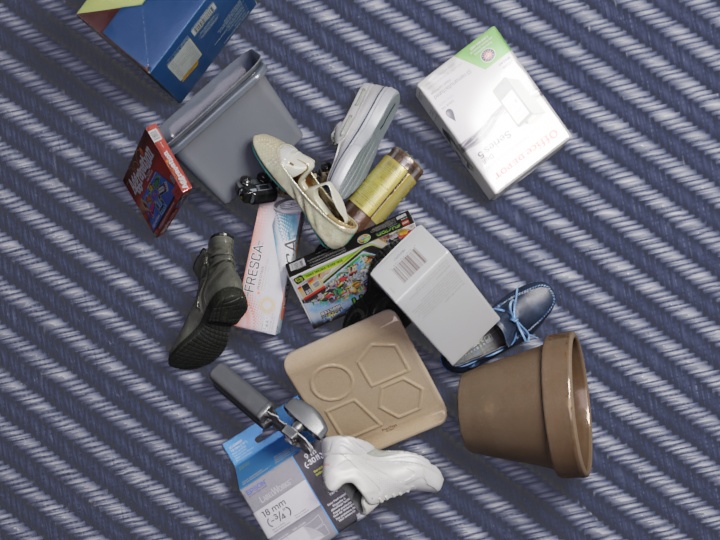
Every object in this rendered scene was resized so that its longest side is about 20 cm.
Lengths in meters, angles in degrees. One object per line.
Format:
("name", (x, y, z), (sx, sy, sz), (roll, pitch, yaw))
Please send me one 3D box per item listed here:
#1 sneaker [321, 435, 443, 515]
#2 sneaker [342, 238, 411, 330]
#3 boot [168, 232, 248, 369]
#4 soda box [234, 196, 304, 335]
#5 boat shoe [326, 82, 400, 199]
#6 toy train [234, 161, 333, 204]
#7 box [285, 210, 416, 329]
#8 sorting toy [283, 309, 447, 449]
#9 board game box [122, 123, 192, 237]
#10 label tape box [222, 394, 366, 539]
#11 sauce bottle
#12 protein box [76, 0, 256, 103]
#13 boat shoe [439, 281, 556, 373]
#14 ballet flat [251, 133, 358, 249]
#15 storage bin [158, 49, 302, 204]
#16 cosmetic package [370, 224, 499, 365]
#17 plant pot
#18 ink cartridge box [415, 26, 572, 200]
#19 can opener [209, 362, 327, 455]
("sneaker", (0.027, 0.306, 1.456), (0.197, 0.078, 0.101), (17, 68, -18))
("sneaker", (0.049, 0.036, 1.466), (0.201, 0.090, 0.076), (-58, 43, 30))
("boot", (-0.229, 0.047, 1.499), (0.200, 0.067, 0.132), (-49, 42, 35))
("soda box", (-0.134, -0.008, 1.504), (0.067, 0.064, 0.204), (12, 89, 2))
("boat shoe", (-0.010, -0.193, 1.494), (0.066, 0.074, 0.202), (20, 61, 18))
("toy train", (-0.088, -0.127, 1.480), (0.197, 0.034, 0.046), (-12, 57, -28))
("box", (0.000, 0.000, 1.483), (0.197, 0.035, 0.111), (-24, 129, 1))
("sorting toy", (0.009, 0.169, 1.469), (0.183, 0.037, 0.202), (-24, 114, 10))
("board game box", (-0.295, -0.125, 1.452), (0.019, 0.200, 0.104), (-28, 86, -27))
("label tape box", (-0.101, 0.311, 1.492), (0.143, 0.063, 0.202), (-32, 88, 0))
("sauce bottle", (0.009, -0.092, 1.502), (0.065, 0.065, 0.200), (42, 89, 3))
("protein box", (-0.270, -0.377, 1.451), (0.134, 0.200, 0.200), (38, 90, 3))
("boat shoe", (0.210, 0.092, 1.487), (0.199, 0.069, 0.084), (-41, 88, 0))
("ballet flat", (-0.073, -0.123, 1.428), (0.062, 0.067, 0.201), (-34, 98, 33))
("storage bin", (-0.189, -0.205, 1.487), (0.199, 0.146, 0.135), (-40, 115, 0))
("cosmetic package", (0.106, 0.037, 1.396), (0.101, 0.200, 0.074), (-42, 50, -1))
("plant pot", (0.232, 0.194, 1.438), (0.171, 0.200, 0.204), (-6, 88, 18))
("ink cartridge box", (0.195, -0.229, 1.491), (0.145, 0.084, 0.201), (-36, 87, 0))
("can opener", (-0.132, 0.195, 1.476), (0.199, 0.054, 0.067), (36, 68, 25))
